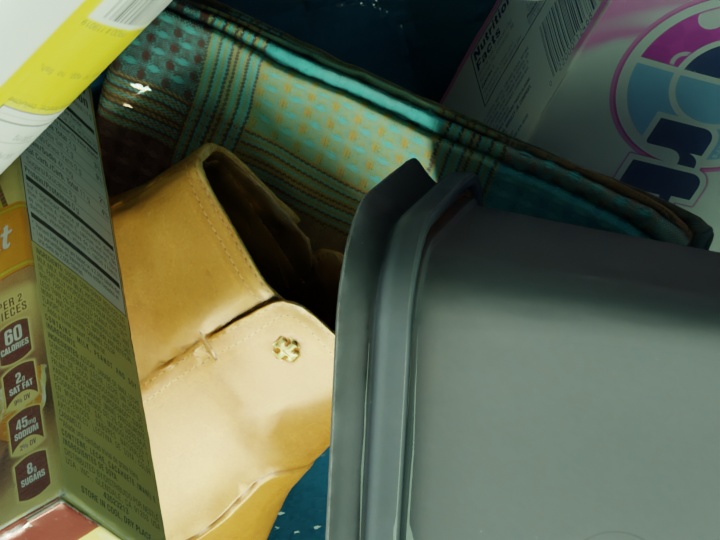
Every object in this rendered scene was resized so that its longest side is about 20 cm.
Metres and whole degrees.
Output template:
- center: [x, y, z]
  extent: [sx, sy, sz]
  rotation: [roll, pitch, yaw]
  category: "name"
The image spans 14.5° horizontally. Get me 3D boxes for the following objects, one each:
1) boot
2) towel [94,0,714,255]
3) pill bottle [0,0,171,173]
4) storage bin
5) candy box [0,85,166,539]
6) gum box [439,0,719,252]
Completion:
- center: [-0.039, 0.067, 0.913]
  extent: [0.144, 0.071, 0.202]
  rotation: [-27, 104, 30]
  category: "boot"
- center: [0.000, 0.000, 0.913]
  extent: [0.199, 0.022, 0.147]
  rotation: [25, 131, 7]
  category: "towel"
- center: [-0.135, -0.072, 0.796]
  extent: [0.200, 0.112, 0.112]
  rotation: [-42, 130, 18]
  category: "pill bottle"
- center: [0.068, 0.077, 0.830]
  extent: [0.133, 0.146, 0.202]
  rotation: [6, 102, 11]
  category: "storage bin"
- center: [-0.129, 0.027, 0.850]
  extent: [0.115, 0.201, 0.055]
  rotation: [-31, 137, 18]
  category: "candy box"
- center: [0.110, -0.074, 0.900]
  extent: [0.113, 0.066, 0.201]
  rotation: [12, 132, -22]
  category: "gum box"
